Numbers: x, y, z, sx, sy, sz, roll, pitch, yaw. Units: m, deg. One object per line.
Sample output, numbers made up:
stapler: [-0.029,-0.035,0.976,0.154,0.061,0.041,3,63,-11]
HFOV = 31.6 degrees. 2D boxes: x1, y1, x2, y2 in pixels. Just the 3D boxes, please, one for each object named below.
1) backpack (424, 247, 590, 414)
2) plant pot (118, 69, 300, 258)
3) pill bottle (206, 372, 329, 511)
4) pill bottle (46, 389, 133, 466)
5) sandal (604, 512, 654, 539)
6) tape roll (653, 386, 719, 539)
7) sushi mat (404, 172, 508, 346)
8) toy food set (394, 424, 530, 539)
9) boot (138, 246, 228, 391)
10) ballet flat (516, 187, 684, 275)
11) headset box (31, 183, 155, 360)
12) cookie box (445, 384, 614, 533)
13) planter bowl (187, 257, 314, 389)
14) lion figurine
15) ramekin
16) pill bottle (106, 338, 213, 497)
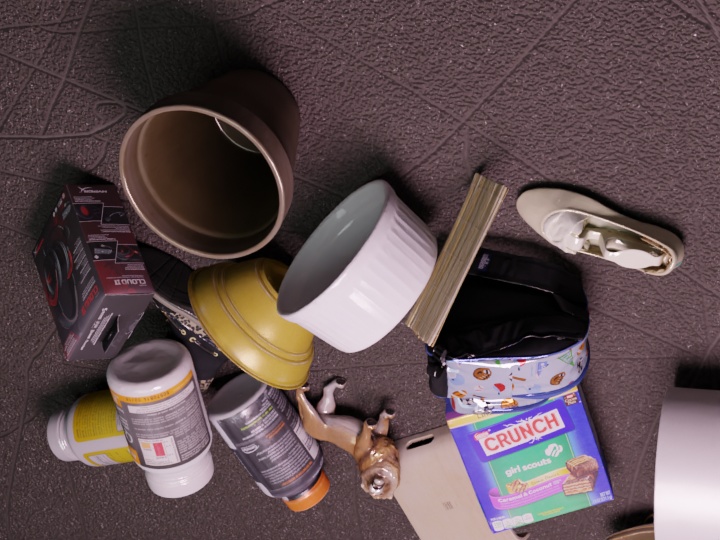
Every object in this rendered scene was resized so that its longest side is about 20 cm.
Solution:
backpack: [0.177,0.079,1.501,0.190,0.200,0.154,-5,135,13]
plant pot: [-0.151,-0.143,1.467,0.199,0.174,0.201,11,129,15]
pill bottle: [-0.122,0.245,1.791,0.106,0.106,0.200,-18,117,31]
pill bottle: [-0.361,0.229,1.872,0.199,0.111,0.112,-12,120,28]
sandal: [0.418,0.339,1.686,0.200,0.054,0.080,-28,118,20]
tape roll: [0.429,0.243,1.506,0.139,0.203,0.203,3,126,21]
sushi mat: [0.107,-0.013,1.449,0.012,0.096,0.201,24,94,-20]
toy food set: [0.131,0.311,1.780,0.143,0.060,0.200,-21,107,33]
boot: [-0.257,0.073,1.741,0.203,0.074,0.154,36,133,-5]
ballet flat: [0.269,-0.040,1.446,0.199,0.070,0.070,17,130,10]
headset box: [-0.346,0.010,1.652,0.149,0.075,0.200,-51,53,41]
cookie box: [0.216,0.221,1.627,0.171,0.075,0.200,-18,119,9]
planter bowl: [-0.114,0.046,1.598,0.200,0.201,0.083,42,111,-12]
lion figurine: [-0.021,0.223,1.752,0.200,0.072,0.123,34,133,25]
ramekin: [0.000,0.000,1.504,0.098,0.201,0.200,39,130,-19]
pill bottle: [-0.264,0.201,1.718,0.116,0.116,0.201,3,123,20]
